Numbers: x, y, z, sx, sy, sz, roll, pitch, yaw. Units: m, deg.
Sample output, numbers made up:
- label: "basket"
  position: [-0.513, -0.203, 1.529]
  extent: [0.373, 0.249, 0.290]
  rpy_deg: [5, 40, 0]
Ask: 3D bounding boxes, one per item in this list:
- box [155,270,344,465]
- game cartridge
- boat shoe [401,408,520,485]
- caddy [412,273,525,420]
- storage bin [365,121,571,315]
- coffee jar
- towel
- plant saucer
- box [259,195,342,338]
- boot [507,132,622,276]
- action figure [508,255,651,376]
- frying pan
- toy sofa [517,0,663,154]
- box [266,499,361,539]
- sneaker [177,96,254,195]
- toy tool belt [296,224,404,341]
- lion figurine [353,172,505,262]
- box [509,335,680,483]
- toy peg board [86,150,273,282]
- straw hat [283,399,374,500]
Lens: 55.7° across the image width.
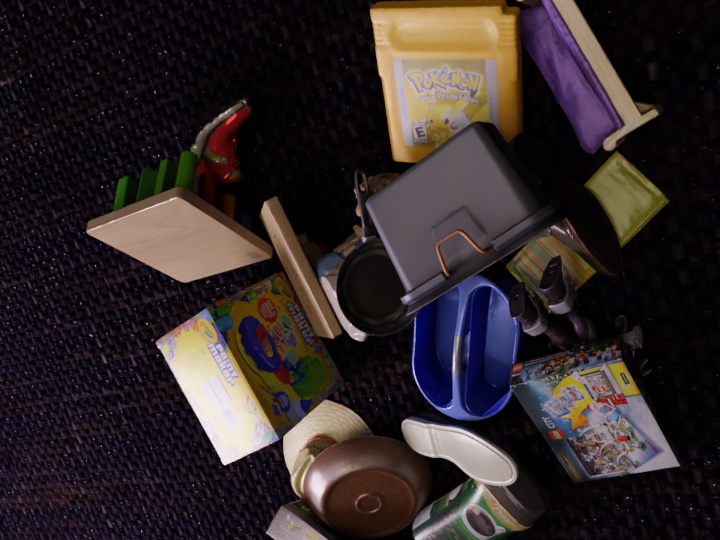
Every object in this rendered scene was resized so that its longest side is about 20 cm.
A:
- label: "box"
  position: [-0.156, 0.137, 1.007]
  extent: [0.121, 0.192, 0.202]
  rpy_deg: [-29, 91, 31]
- label: "game cartridge"
  position: [0.106, -0.218, 0.816]
  extent: [0.173, 0.033, 0.202]
  rpy_deg: [9, 134, 25]
- label: "boat shoe"
  position: [0.144, 0.229, 0.922]
  extent: [0.198, 0.066, 0.076]
  rpy_deg: [-1, 109, 52]
- label: "caddy"
  position: [0.141, 0.094, 0.889]
  extent: [0.139, 0.105, 0.204]
  rpy_deg: [9, 109, 26]
- label: "storage bin"
  position: [0.103, -0.061, 0.742]
  extent: [0.199, 0.145, 0.136]
  rpy_deg: [-34, 86, 25]
- label: "coffee jar"
  position: [0.169, 0.340, 0.958]
  extent: [0.104, 0.085, 0.200]
  rpy_deg: [46, 120, 9]
- label: "towel"
  position: [0.271, -0.042, 0.834]
  extent: [0.086, 0.018, 0.201]
  rpy_deg: [44, 119, 9]
- label: "plant saucer"
  position: [0.012, 0.334, 1.012]
  extent: [0.196, 0.037, 0.204]
  rpy_deg: [-1, 119, -3]
- label: "box"
  position: [-0.089, 0.000, 0.967]
  extent: [0.021, 0.163, 0.203]
  rpy_deg: [-25, 92, -11]
- label: "boot"
  position: [0.224, -0.064, 0.821]
  extent: [0.201, 0.075, 0.097]
  rpy_deg: [50, 144, -3]
- label: "action figure"
  position: [0.268, 0.083, 0.826]
  extent: [0.129, 0.070, 0.200]
  rpy_deg: [-30, 115, 32]
- label: "frying pan"
  position: [0.003, -0.011, 0.821]
  extent: [0.114, 0.031, 0.192]
  rpy_deg: [-35, 99, -12]
- label: "toy sofa"
  position: [0.242, -0.229, 0.757]
  extent: [0.097, 0.083, 0.202]
  rpy_deg: [-31, 89, 30]
- label: "box"
  position: [-0.037, 0.435, 1.052]
  extent: [0.198, 0.159, 0.049]
  rpy_deg: [31, 81, 16]
- label: "sneaker"
  position: [-0.204, -0.176, 1.021]
  extent: [0.085, 0.077, 0.200]
  rpy_deg: [41, 128, -7]
- label: "toy tool belt"
  position: [0.000, 0.000, 0.932]
  extent: [0.200, 0.122, 0.126]
  rpy_deg: [49, 162, 52]
- label: "lion figurine"
  position: [0.089, -0.058, 0.863]
  extent: [0.199, 0.122, 0.073]
  rpy_deg: [36, 118, 13]
- label: "box"
  position: [0.286, 0.175, 0.829]
  extent: [0.135, 0.038, 0.201]
  rpy_deg: [-20, 121, 30]
- label: "toy peg board"
  position: [-0.263, -0.081, 1.030]
  extent: [0.197, 0.199, 0.100]
  rpy_deg: [-13, 61, 31]
- label: "straw hat"
  position: [-0.065, 0.315, 1.073]
  extent: [0.198, 0.085, 0.205]
  rpy_deg: [8, 108, 26]
